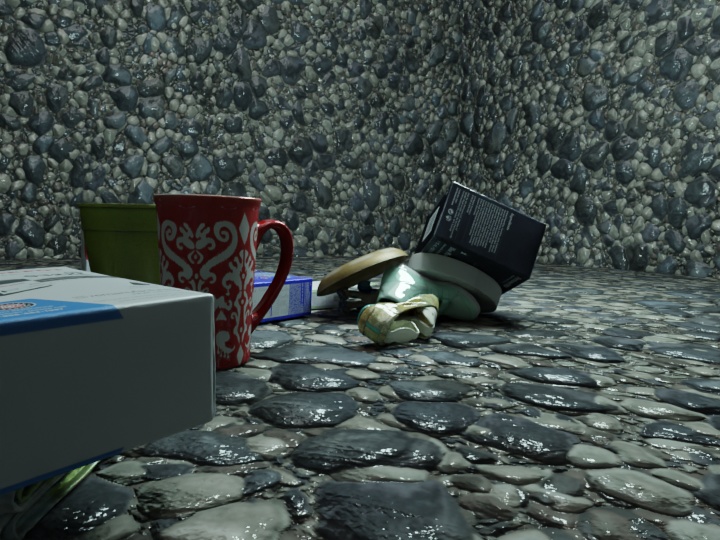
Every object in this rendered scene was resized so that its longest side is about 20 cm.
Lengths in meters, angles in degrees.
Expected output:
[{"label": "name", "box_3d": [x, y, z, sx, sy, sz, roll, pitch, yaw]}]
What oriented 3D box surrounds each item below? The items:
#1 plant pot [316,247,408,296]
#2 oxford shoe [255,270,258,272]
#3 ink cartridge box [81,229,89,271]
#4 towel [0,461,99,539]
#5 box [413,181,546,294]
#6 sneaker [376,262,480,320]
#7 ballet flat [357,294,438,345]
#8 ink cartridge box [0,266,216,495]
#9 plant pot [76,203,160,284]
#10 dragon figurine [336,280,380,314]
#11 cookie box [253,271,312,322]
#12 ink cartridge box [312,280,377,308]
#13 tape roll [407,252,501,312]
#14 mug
[{"label": "plant pot", "box_3d": [0.000, 0.000, 1.126, 0.195, 0.028, 0.200, -22, -7, -3]}, {"label": "oxford shoe", "box_3d": [-0.246, 0.030, 1.293, 0.069, 0.076, 0.199, 0, 5, -21]}, {"label": "ink cartridge box", "box_3d": [-0.680, -0.038, 1.558, 0.141, 0.150, 0.198, -1, 5, -30]}, {"label": "towel", "box_3d": [-0.268, 0.115, 0.368, 0.193, 0.050, 0.171, 1, 4, 0]}, {"label": "box", "box_3d": [0.224, -0.051, 1.123, 0.195, 0.120, 0.197, 23, -15, -1]}, {"label": "sneaker", "box_3d": [0.121, 0.072, 1.061, 0.196, 0.075, 0.119, 22, 44, 5]}, {"label": "ballet flat", "box_3d": [0.076, 0.081, 0.888, 0.069, 0.073, 0.197, 5, 5, 41]}, {"label": "ink cartridge box", "box_3d": [-0.209, 0.051, 0.363, 0.196, 0.087, 0.143, 6, 8, 37]}, {"label": "plant pot", "box_3d": [-0.348, -0.005, 0.924, 0.194, 0.199, 0.200, 1, 5, 0]}, {"label": "dragon figurine", "box_3d": [0.024, 0.054, 1.176, 0.097, 0.061, 0.199, 4, 6, 27]}, {"label": "cookie box", "box_3d": [-0.214, 0.048, 1.063, 0.168, 0.078, 0.198, 5, 5, 37]}, {"label": "ink cartridge box", "box_3d": [-0.077, 0.050, 1.272, 0.195, 0.050, 0.144, -1, 5, -30]}, {"label": "tape roll", "box_3d": [0.185, 0.028, 1.147, 0.198, 0.038, 0.203, 22, -15, 6]}, {"label": "mug", "box_3d": [-0.170, 0.012, 0.718, 0.172, 0.207, 0.133, 1, 4, -9]}]
